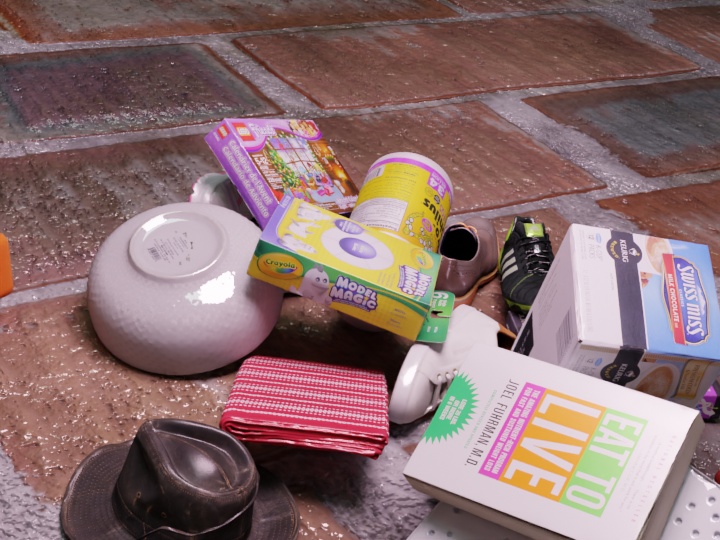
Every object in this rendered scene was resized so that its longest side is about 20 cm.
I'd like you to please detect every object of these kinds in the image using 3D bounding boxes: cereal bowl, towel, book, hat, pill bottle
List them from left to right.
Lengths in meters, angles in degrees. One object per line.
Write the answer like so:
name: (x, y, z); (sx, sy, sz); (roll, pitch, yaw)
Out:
hat: (-0.143, 0.170, 0.969); (0.200, 0.081, 0.201); (6, 30, -4)
cereal bowl: (-0.175, 0.002, 1.193); (0.200, 0.083, 0.200); (0, 47, 0)
towel: (-0.046, 0.120, 1.094); (0.144, 0.023, 0.200); (8, 12, -1)
pill bottle: (0.033, -0.030, 1.316); (0.104, 0.104, 0.200); (14, 48, 7)
book: (0.150, 0.142, 0.945); (0.200, 0.048, 0.134); (15, 65, 35)

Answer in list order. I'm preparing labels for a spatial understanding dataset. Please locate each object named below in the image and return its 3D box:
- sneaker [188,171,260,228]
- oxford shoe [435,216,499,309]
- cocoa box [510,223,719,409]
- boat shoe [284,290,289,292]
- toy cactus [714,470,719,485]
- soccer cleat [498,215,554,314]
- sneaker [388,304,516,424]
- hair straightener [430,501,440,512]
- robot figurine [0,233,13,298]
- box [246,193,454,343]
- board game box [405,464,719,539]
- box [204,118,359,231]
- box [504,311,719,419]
sneaker: (-0.125, -0.093, 1.442); (0.088, 0.081, 0.200); (23, 38, 14)
oxford shoe: (0.126, -0.025, 1.390); (0.071, 0.073, 0.200); (15, 30, 10)
cocoa box: (0.225, 0.076, 1.087); (0.131, 0.200, 0.134); (9, 51, -6)
boat shoe: (-0.105, -0.003, 1.298); (0.200, 0.060, 0.074); (-8, 34, -28)
toy cactus: (0.283, 0.238, 0.977); (0.200, 0.102, 0.165); (-10, 46, -40)
soccer cleat: (0.188, -0.008, 1.334); (0.067, 0.081, 0.200); (4, 17, -5)
sneaker: (0.097, 0.095, 1.175); (0.085, 0.073, 0.200); (24, 34, 19)
hair straightener: (0.155, 0.214, 1.038); (0.199, 0.041, 0.077); (9, 51, -13)
robot figurine: (-0.422, 0.017, 1.120); (0.144, 0.117, 0.200); (51, 42, 12)
box: (0.000, 0.000, 1.170); (0.200, 0.048, 0.117); (23, 27, -2)
board game box: (0.163, 0.208, 0.935); (0.200, 0.026, 0.200); (-47, 52, -10)
box: (-0.080, -0.110, 1.392); (0.137, 0.039, 0.200); (57, 26, 10)
box: (0.260, 0.097, 1.258); (0.199, 0.036, 0.143); (2, 30, -9)
